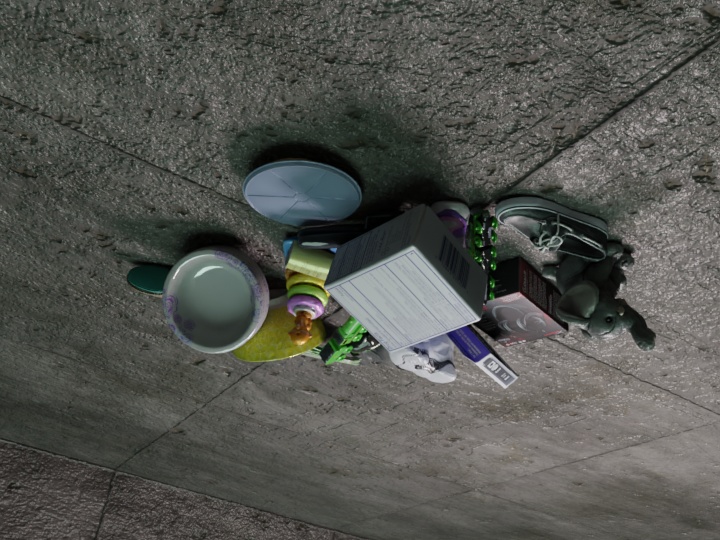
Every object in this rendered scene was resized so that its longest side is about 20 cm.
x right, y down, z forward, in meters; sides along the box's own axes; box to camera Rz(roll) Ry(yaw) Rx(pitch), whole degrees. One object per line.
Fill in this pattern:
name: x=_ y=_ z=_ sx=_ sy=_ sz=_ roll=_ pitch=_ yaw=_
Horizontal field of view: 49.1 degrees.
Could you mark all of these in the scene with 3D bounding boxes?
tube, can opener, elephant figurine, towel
tube: x=-0.034 y=0.002 z=1.397 sx=0.198 sy=0.052 sz=0.058 roll=19 pitch=-168 yaw=-13
can opener: x=-0.012 y=-0.064 z=1.365 sx=0.197 sy=0.063 sz=0.080 roll=-5 pitch=107 yaw=4
elephant figurine: x=0.402 y=0.060 z=1.346 sx=0.140 sy=0.202 sz=0.156 roll=11 pitch=150 yaw=-6
towel: x=-0.111 y=0.176 z=1.745 sx=0.151 sy=0.024 sz=0.199 roll=4 pitch=168 yaw=40

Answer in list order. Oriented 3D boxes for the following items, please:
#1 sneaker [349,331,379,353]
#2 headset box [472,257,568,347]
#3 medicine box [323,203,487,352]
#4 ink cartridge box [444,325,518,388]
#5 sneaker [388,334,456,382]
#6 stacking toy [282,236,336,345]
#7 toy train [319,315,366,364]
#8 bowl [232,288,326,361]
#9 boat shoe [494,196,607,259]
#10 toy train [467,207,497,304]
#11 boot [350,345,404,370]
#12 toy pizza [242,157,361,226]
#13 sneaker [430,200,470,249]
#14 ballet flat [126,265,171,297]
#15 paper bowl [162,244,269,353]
sneaker: x=0.042 y=0.109 z=1.605 sx=0.199 sy=0.077 sz=0.084 roll=-32 pitch=170 yaw=28
headset box: x=0.283 y=0.061 z=1.500 sx=0.148 sy=0.078 sz=0.199 roll=-19 pitch=141 yaw=38
medicine box: x=0.074 y=0.019 z=1.291 sx=0.199 sy=0.104 sz=0.182 roll=-24 pitch=123 yaw=37
ink cartridge box: x=0.197 y=0.121 z=1.514 sx=0.043 sy=0.198 sz=0.200 roll=-45 pitch=140 yaw=6
sneaker: x=0.130 y=0.153 z=1.647 sx=0.075 sy=0.116 sz=0.199 roll=-19 pitch=143 yaw=38
stacking toy: x=-0.097 y=0.047 z=1.447 sx=0.114 sy=0.202 sz=0.110 roll=4 pitch=149 yaw=5
toy train: x=-0.020 y=0.120 z=1.574 sx=0.056 sy=0.042 sz=0.201 roll=-11 pitch=147 yaw=-44
bowl: x=-0.174 y=0.100 z=1.625 sx=0.197 sy=0.200 sz=0.109 roll=-4 pitch=105 yaw=19
boat shoe: x=0.314 y=-0.062 z=1.295 sx=0.197 sy=0.069 sz=0.074 roll=17 pitch=148 yaw=-14
toy train: x=0.207 y=-0.024 z=1.357 sx=0.041 sy=0.057 sz=0.202 roll=-17 pitch=131 yaw=-13
boot: x=0.029 y=0.165 z=1.750 sx=0.130 sy=0.070 sz=0.201 roll=3 pitch=144 yaw=21
toy pizza: x=-0.096 y=-0.133 z=1.306 sx=0.197 sy=0.032 sz=0.201 roll=2 pitch=154 yaw=1
sneaker: x=0.146 y=-0.032 z=1.368 sx=0.079 sy=0.089 sz=0.201 roll=3 pitch=150 yaw=5
ballet flat: x=-0.382 y=0.032 z=1.627 sx=0.197 sy=0.069 sz=0.067 roll=5 pitch=152 yaw=7
paper bowl: x=-0.275 y=0.052 z=1.530 sx=0.198 sy=0.204 sz=0.104 roll=5 pitch=-171 yaw=5
